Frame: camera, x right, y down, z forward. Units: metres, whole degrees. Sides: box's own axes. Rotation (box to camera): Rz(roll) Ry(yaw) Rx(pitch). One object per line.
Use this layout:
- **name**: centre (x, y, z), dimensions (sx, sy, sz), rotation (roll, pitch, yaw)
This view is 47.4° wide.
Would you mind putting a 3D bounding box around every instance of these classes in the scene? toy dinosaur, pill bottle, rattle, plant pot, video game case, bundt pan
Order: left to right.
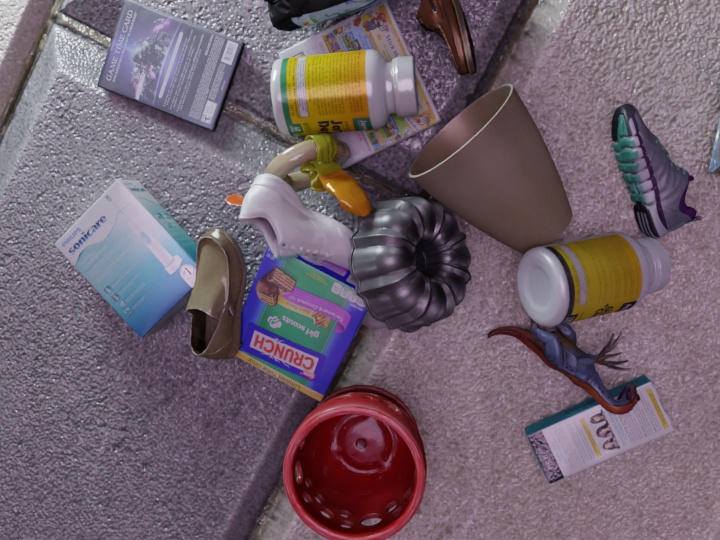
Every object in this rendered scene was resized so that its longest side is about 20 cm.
- **video game case**: centre (-0.294, -0.318, 1.270), dimensions (0.200, 0.019, 0.143), rotation (22, 97, 6)
- **rattle**: centre (-0.090, -0.099, 1.198), dimensions (0.200, 0.130, 0.143), rotation (-32, 92, 19)
- **pill bottle**: centre (-0.020, -0.255, 1.172), dimensions (0.199, 0.113, 0.113), rotation (-4, 95, 7)
- **video game case**: centre (-0.001, -0.276, 1.236), dimensions (0.182, 0.023, 0.200), rotation (-25, 91, 9)
- **plant pot**: centre (0.001, 0.274, 1.204), dimensions (0.200, 0.182, 0.201), rotation (1, 95, 7)
- **bundt pan**: centre (0.082, -0.015, 1.160), dimensions (0.076, 0.202, 0.202), rotation (-14, 95, 50)
- **plant pot**: centre (0.203, -0.125, 1.159), dimensions (0.187, 0.187, 0.200), rotation (-42, 104, 9)
- **toy dinosaur**: centre (0.318, 0.133, 1.199), dimensions (0.200, 0.105, 0.182), rotation (-29, 81, 43)
- **pill bottle**: centre (0.329, 0.008, 1.148), dimensions (0.199, 0.112, 0.112), rotation (-10, 94, -21)

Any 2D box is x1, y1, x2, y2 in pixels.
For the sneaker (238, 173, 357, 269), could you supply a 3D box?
- **sneaker**: centre (-0.082, -0.043, 1.140), dimensions (0.200, 0.075, 0.089), rotation (35, 62, -17)

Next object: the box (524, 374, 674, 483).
- **box**: centre (0.354, 0.237, 1.224), dimensions (0.200, 0.049, 0.082), rotation (-26, 91, 8)

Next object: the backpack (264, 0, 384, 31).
- **backpack**: centre (-0.027, -0.436, 1.163), dimensions (0.200, 0.154, 0.164), rotation (-6, 91, 43)

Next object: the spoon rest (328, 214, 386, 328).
- **spoon rest**: centre (0.000, 0.000, 1.251), dimensions (0.099, 0.061, 0.200), rotation (-31, 104, 10)

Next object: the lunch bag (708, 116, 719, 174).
- **lunch bag**: centre (0.590, -0.222, 1.119), dimensions (0.169, 0.127, 0.201), rotation (12, 90, 4)

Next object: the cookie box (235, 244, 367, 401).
- **cookie box**: centre (-0.086, 0.068, 1.223), dimensions (0.171, 0.075, 0.200), rotation (27, 117, 4)

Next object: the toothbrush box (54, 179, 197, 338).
- **toothbrush box**: centre (-0.342, -0.020, 1.267), dimensions (0.146, 0.085, 0.200), rotation (-44, 90, 7)

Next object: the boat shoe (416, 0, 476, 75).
- **boat shoe**: centre (0.116, -0.373, 1.194), dimensions (0.068, 0.072, 0.201), rotation (-16, 83, 12)

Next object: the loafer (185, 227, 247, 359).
- **loafer**: centre (-0.211, 0.039, 1.186), dimensions (0.076, 0.067, 0.201), rotation (7, 105, 33)

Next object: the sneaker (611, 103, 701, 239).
- **sneaker**: centre (0.425, -0.151, 1.178), dimensions (0.087, 0.074, 0.200), rotation (-20, 104, -2)
